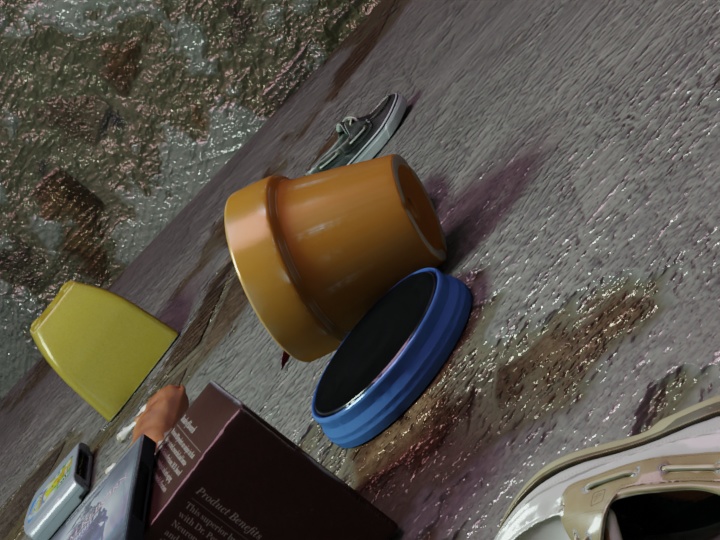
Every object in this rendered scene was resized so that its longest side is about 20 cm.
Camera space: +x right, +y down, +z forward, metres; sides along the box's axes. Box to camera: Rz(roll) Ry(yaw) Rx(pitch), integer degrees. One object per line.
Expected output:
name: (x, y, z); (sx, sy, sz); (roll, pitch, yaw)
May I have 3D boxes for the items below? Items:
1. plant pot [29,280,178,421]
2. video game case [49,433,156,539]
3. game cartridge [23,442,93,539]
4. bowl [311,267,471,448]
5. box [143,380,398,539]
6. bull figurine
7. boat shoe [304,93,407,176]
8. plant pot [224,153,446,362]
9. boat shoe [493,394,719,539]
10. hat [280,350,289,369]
plant pot: (-0.471, 0.122, 2.440); (0.194, 0.200, 0.195); (-52, 13, -10)
video game case: (-0.214, 0.221, 1.069); (0.143, 0.019, 0.200); (-49, 16, 10)
game cartridge: (-0.485, 0.360, 2.207); (0.134, 0.040, 0.200); (-53, 14, 3)
bowl: (0.026, 0.080, 1.335); (0.201, 0.039, 0.201); (-46, 14, 15)
box: (-0.109, 0.224, 1.114); (0.200, 0.166, 0.164); (-52, 13, -8)
bull figurine: (-0.281, 0.234, 1.832); (0.121, 0.065, 0.200); (-38, 17, 29)
boat shoe: (-0.006, -0.201, 2.095); (0.200, 0.071, 0.072); (-53, 14, -12)
plant pot: (-0.015, -0.029, 1.464); (0.183, 0.201, 0.200); (-25, 21, 16)
boat shoe: (0.143, 0.137, 0.750); (0.200, 0.075, 0.068); (-40, 11, 33)
hat: (0.000, 0.000, 1.672); (0.199, 0.177, 0.166); (-4, 24, 26)
